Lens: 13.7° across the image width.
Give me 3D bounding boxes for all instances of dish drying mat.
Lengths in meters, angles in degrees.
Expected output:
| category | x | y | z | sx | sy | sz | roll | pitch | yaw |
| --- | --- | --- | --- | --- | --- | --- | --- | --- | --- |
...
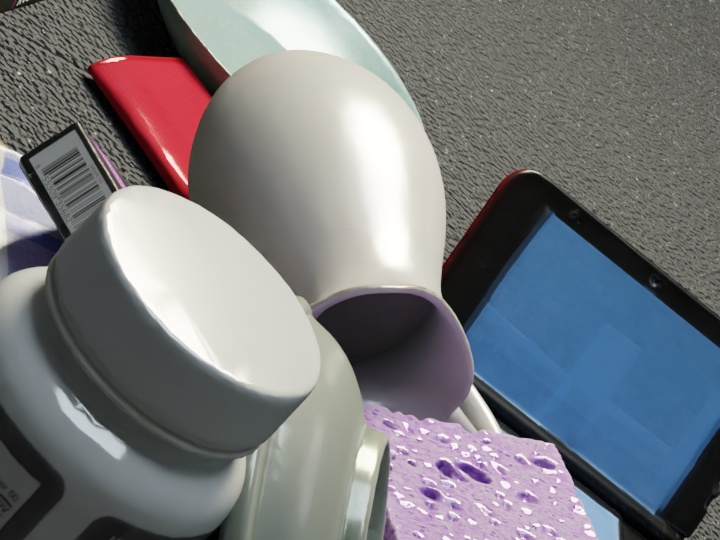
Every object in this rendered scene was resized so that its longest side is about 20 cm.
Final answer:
| category | x | y | z | sx | sy | sz | roll | pitch | yaw |
| --- | --- | --- | --- | --- | --- | --- | --- | --- | --- |
| dish drying mat | -0.064 | -0.030 | 1.526 | 0.077 | 0.018 | 0.200 | 0 | 51 | -55 |

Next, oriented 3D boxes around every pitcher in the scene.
| category | x | y | z | sx | sy | sz | roll | pitch | yaw |
| --- | --- | --- | --- | --- | --- | --- | --- | --- | --- |
| pitcher | 0.000 | 0.000 | 1.431 | 0.172 | 0.121 | 0.201 | 49 | 13 | -42 |

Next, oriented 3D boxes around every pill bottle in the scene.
| category | x | y | z | sx | sy | sz | roll | pitch | yaw |
| --- | --- | --- | --- | --- | --- | --- | --- | --- | --- |
| pill bottle | -0.112 | 0.072 | 1.037 | 0.114 | 0.200 | 0.114 | 36 | 24 | -19 |

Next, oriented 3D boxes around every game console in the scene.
| category | x | y | z | sx | sy | sz | roll | pitch | yaw |
| --- | --- | --- | --- | --- | --- | --- | --- | --- | --- |
| game console | 0.117 | 0.077 | 1.519 | 0.200 | 0.119 | 0.173 | 37 | 24 | -16 |

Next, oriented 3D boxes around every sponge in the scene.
| category | x | y | z | sx | sy | sz | roll | pitch | yaw |
| --- | --- | --- | --- | --- | --- | --- | --- | --- | --- |
| sponge | 0.057 | 0.128 | 1.270 | 0.111 | 0.030 | 0.200 | 14 | 25 | -22 |

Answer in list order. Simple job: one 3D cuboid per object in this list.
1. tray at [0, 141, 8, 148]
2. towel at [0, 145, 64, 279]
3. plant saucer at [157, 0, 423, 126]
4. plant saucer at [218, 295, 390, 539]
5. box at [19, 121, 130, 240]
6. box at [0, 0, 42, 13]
| category | x | y | z | sx | sy | sz | roll | pitch | yaw |
| --- | --- | --- | --- | --- | --- | --- | --- | --- | --- |
| tray | -0.210 | -0.027 | 1.254 | 0.098 | 0.037 | 0.200 | 38 | 23 | -16 |
| towel | -0.192 | -0.032 | 1.216 | 0.199 | 0.024 | 0.147 | 31 | 27 | -31 |
| plant saucer | -0.050 | -0.116 | 1.668 | 0.201 | 0.039 | 0.201 | 37 | 24 | -20 |
| plant saucer | -0.020 | 0.112 | 1.141 | 0.050 | 0.201 | 0.200 | 8 | 24 | 5 |
| box | -0.069 | 0.036 | 1.288 | 0.143 | 0.036 | 0.200 | 58 | 1 | 27 |
| box | -0.216 | -0.196 | 1.339 | 0.124 | 0.149 | 0.200 | 20 | 19 | 15 |
